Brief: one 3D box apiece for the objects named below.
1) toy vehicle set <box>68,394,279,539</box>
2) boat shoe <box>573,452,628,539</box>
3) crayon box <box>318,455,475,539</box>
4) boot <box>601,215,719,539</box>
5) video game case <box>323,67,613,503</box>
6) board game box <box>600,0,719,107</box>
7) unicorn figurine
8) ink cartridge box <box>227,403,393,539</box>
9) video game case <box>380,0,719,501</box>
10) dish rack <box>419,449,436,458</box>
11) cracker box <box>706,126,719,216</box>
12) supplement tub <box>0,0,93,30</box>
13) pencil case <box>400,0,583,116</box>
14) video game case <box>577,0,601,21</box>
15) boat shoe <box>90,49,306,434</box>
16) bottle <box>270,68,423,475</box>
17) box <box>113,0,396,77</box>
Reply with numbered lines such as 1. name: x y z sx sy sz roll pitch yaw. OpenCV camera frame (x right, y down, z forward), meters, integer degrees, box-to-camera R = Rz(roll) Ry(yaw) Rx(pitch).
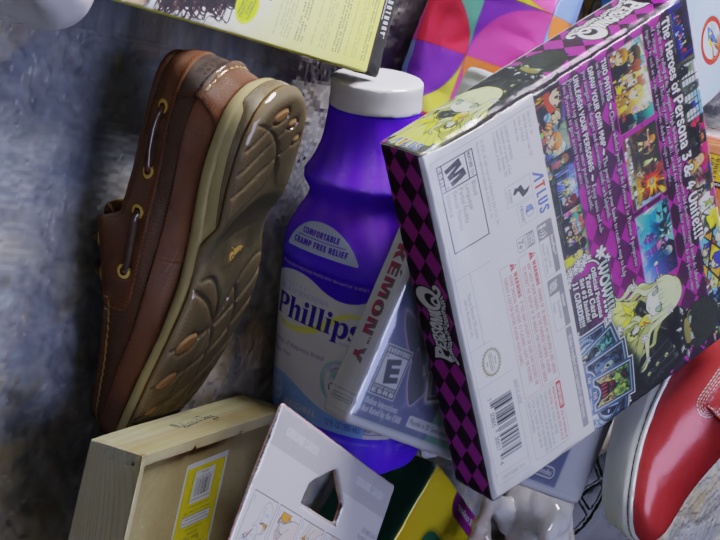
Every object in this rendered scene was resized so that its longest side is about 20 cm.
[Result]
1. toy vehicle set: -0.091 0.131 1.176 0.200 0.026 0.125 -9 113 -73
2. boat shoe: 0.128 0.152 1.511 0.075 0.074 0.202 4 84 -21
3. crayon box: 0.014 0.219 1.391 0.173 0.058 0.200 -57 144 -19
4. boot: 0.225 0.071 1.321 0.201 0.144 0.072 -61 151 -10
5. video game case: 0.085 0.014 1.261 0.199 0.023 0.183 23 90 -46
6. board game box: 0.201 -0.221 1.419 0.196 0.056 0.201 -39 127 -47
7. unicorn figurine: 0.104 0.158 1.390 0.137 0.073 0.201 -42 147 -63
8. ink cartridge box: -0.054 0.162 1.175 0.200 0.044 0.178 45 61 -67
9. video game case: 0.103 -0.015 1.222 0.181 0.036 0.201 -33 125 -28
10. dish rack: 0.102 0.030 1.381 0.173 0.043 0.200 -68 165 4
11. cracker box: 0.203 -0.017 1.488 0.200 0.057 0.135 -18 122 -77
12. supplement tub: -0.125 -0.207 0.946 0.132 0.131 0.201 36 77 -54
13. pencil case: 0.072 -0.136 1.295 0.088 0.088 0.202 20 89 -55
14. video game case: 0.150 -0.142 1.449 0.200 0.023 0.183 27 82 -55
15. boat shoe: -0.087 -0.011 1.144 0.072 0.067 0.201 -29 145 -57
16. bottle: 0.000 0.000 1.251 0.065 0.083 0.202 -15 117 -46
17. box: -0.055 -0.144 1.141 0.199 0.050 0.076 8 99 -56
